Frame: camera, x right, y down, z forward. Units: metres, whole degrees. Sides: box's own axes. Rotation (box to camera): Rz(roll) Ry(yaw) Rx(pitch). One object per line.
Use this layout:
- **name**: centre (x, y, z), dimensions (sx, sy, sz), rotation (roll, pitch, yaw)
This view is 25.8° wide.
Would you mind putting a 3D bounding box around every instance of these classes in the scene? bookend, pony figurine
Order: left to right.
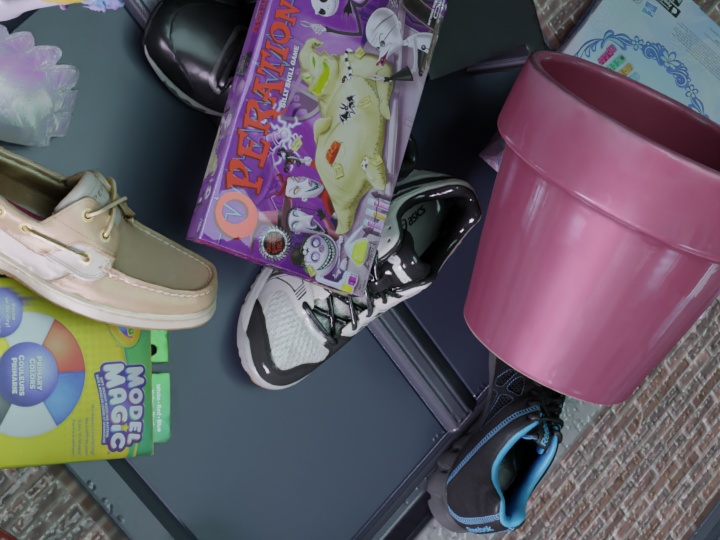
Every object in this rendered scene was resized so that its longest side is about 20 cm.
- **pony figurine**: centre (-0.213, -0.163, 0.886), dimensions (0.192, 0.199, 0.168), rotation (-3, 85, -46)
- **bookend**: centre (0.002, -0.202, 1.048), dimensions (0.198, 0.092, 0.202), rotation (-24, 104, -27)

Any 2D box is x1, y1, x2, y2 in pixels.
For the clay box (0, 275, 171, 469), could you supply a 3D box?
- **clay box**: centre (-0.200, 0.060, 0.955), dimensions (0.198, 0.047, 0.116), rotation (-2, 91, -30)

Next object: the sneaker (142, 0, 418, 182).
- **sneaker**: centre (-0.044, -0.121, 1.023), dimensions (0.199, 0.087, 0.076), rotation (31, 76, -27)

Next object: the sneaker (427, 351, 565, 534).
- **sneaker**: centre (0.124, 0.100, 1.127), dimensions (0.073, 0.082, 0.201), rotation (31, 74, -25)

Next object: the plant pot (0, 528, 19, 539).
- **plant pot**: centre (-0.276, 0.216, 0.838), dimensions (0.200, 0.200, 0.197), rotation (33, 67, -26)

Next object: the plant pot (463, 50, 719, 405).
- **plant pot**: centre (0.162, -0.021, 1.037), dimensions (0.199, 0.200, 0.180), rotation (14, 113, -30)

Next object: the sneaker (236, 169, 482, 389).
- **sneaker**: centre (0.000, 0.000, 1.051), dimensions (0.200, 0.087, 0.076), rotation (-47, 114, -20)

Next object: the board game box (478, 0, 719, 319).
- **board game box**: centre (0.221, -0.098, 1.174), dimensions (0.200, 0.043, 0.199), rotation (40, 68, -6)

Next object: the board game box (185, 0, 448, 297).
- **board game box**: centre (-0.024, -0.096, 0.970), dimensions (0.119, 0.032, 0.202), rotation (18, 83, -24)

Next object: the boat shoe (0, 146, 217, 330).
- **boat shoe**: centre (-0.171, -0.027, 0.920), dimensions (0.198, 0.074, 0.070), rotation (20, 119, -10)
